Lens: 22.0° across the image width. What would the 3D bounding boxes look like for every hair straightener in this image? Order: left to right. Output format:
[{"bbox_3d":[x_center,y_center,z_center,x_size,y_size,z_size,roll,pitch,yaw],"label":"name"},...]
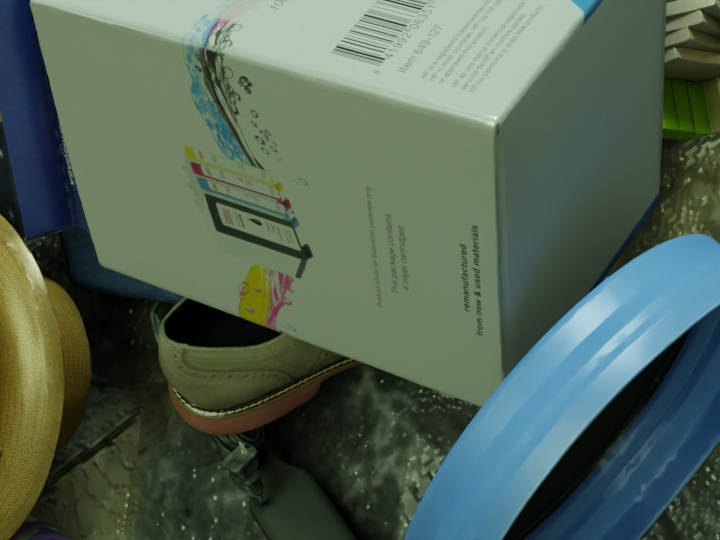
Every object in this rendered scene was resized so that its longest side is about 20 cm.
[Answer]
[{"bbox_3d":[-0.045,0.084,0.866,0.041,0.077,0.200,-29,68,-5],"label":"hair straightener"}]

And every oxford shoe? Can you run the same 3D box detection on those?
[{"bbox_3d":[0.000,0.000,0.821,0.200,0.075,0.071,-35,63,-11],"label":"oxford shoe"}]

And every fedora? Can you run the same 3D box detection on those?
[{"bbox_3d":[-0.192,0.050,0.885,0.200,0.082,0.202,2,93,38],"label":"fedora"}]

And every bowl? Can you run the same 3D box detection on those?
[{"bbox_3d":[0.091,0.071,0.733,0.039,0.200,0.201,40,101,23],"label":"bowl"}]

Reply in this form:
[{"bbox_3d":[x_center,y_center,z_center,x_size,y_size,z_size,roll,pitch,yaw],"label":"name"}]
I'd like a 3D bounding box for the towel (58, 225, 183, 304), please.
[{"bbox_3d":[-0.104,-0.083,0.869,0.111,0.049,0.201,10,119,30],"label":"towel"}]

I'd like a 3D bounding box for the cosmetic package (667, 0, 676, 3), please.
[{"bbox_3d":[0.088,-0.192,0.756,0.103,0.200,0.073,-27,49,18],"label":"cosmetic package"}]

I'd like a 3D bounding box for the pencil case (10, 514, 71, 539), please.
[{"bbox_3d":[-0.241,0.139,0.942,0.199,0.085,0.084,15,99,24],"label":"pencil case"}]

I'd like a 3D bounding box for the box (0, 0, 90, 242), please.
[{"bbox_3d":[-0.187,-0.090,0.893,0.200,0.032,0.122,25,129,52],"label":"box"}]

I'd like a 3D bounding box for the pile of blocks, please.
[{"bbox_3d":[0.168,-0.080,0.778,0.199,0.082,0.062,-13,79,22],"label":"pile of blocks"}]

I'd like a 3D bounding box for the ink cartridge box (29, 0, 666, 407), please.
[{"bbox_3d":[0.001,-0.067,0.733,0.199,0.145,0.147,19,48,25],"label":"ink cartridge box"}]
